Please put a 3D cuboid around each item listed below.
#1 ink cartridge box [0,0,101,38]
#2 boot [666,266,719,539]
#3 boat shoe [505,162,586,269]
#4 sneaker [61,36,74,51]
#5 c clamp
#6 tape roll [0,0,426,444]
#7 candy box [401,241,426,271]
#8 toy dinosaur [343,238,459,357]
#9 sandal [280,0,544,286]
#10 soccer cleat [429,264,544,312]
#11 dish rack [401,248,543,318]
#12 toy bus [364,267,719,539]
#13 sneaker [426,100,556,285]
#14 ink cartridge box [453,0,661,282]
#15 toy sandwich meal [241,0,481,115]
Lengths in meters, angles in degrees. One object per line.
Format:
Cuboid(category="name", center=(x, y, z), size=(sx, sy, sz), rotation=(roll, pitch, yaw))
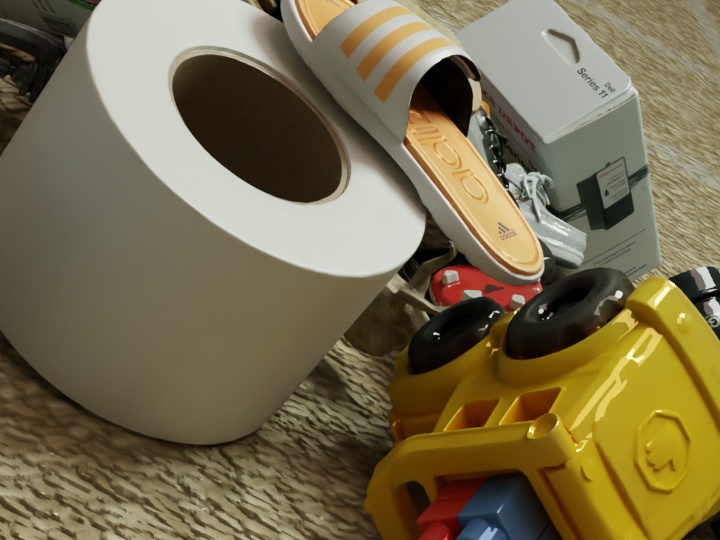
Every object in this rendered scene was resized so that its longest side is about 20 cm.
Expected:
Cuboid(category="ink cartridge box", center=(-0.201, -0.200, 0.935), size=(0.199, 0.084, 0.147), rotation=(16, -8, 2))
Cuboid(category="boot", center=(0.234, 0.104, 1.103), size=(0.073, 0.198, 0.163), rotation=(-15, 68, -5))
Cuboid(category="boat shoe", center=(0.082, -0.072, 1.156), size=(0.202, 0.065, 0.074), rotation=(38, 8, 27))
Cuboid(category="sneaker", center=(-0.090, -0.119, 1.065), size=(0.200, 0.087, 0.075), rotation=(35, 15, -15))
Cuboid(category="c clamp", center=(-0.263, -0.145, 1.018), size=(0.199, 0.027, 0.171), rotation=(17, 17, -18))
Cuboid(category="tape roll", center=(-0.085, -0.030, 0.854), size=(0.202, 0.139, 0.203), rotation=(28, 34, -21))
Cuboid(category="candy box", center=(-0.011, -0.082, 1.103), size=(0.102, 0.026, 0.200), rotation=(58, 3, 37))
Cuboid(category="toy dinosaur", center=(0.000, 0.000, 0.963), size=(0.200, 0.101, 0.058), rotation=(39, 43, 26))
Cuboid(category="sandal", center=(0.042, -0.087, 0.867), size=(0.207, 0.059, 0.079), rotation=(51, 31, 11))
Cuboid(category="soccer cleat", center=(0.109, 0.061, 0.971), size=(0.068, 0.086, 0.200), rotation=(-20, 39, -35))
Cuboid(category="dish rack", center=(0.118, 0.068, 1.075), size=(0.200, 0.055, 0.153), rotation=(46, 27, 27))
Cuboid(category="toy bus", center=(0.073, 0.110, 0.827), size=(0.192, 0.199, 0.136), rotation=(-44, 110, -37))
Cuboid(category="sneaker", center=(0.069, -0.067, 1.076), size=(0.200, 0.079, 0.074), rotation=(52, -4, 35))
Cuboid(category="ink cartridge box", center=(0.150, -0.091, 1.253), size=(0.147, 0.083, 0.200), rotation=(54, -10, 40))
Cuboid(category="toy sandwich meal", center=(-0.007, -0.149, 0.996), size=(0.205, 0.070, 0.205), rotation=(47, 18, -20))
